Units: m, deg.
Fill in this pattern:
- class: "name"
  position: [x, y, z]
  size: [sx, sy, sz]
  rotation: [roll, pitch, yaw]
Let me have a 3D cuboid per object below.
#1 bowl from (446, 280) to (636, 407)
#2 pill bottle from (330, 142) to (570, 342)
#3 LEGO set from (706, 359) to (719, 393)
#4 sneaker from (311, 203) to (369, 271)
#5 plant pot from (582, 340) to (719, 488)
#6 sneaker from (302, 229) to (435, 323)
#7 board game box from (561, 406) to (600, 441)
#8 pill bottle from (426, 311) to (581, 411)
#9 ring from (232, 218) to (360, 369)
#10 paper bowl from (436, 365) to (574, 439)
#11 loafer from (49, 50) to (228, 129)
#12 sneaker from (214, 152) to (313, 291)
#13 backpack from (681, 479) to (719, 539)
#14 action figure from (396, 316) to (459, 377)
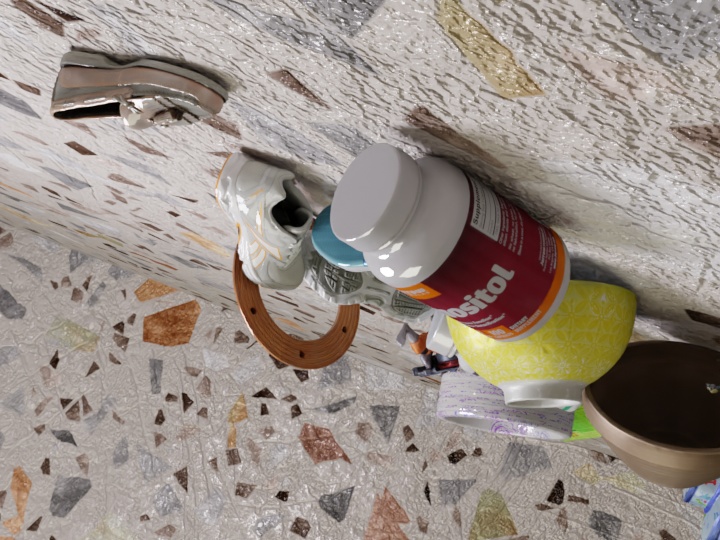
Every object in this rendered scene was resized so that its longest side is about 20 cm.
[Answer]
- class: "bowl"
  position: [0.187, 0.084, 1.022]
  size: [0.198, 0.109, 0.200]
  rotation: [0, 167, 0]
- class: "pill bottle"
  position: [0.075, -0.024, 0.829]
  size: [0.199, 0.114, 0.113]
  rotation: [27, 169, -33]
- class: "LEGO set"
  position: [0.444, 0.115, 0.927]
  size: [0.199, 0.117, 0.154]
  rotation: [21, 142, -22]
- class: "sneaker"
  position: [0.048, -0.013, 1.067]
  size: [0.199, 0.080, 0.130]
  rotation: [15, 168, 38]
- class: "plant pot"
  position: [0.335, 0.166, 1.054]
  size: [0.199, 0.094, 0.201]
  rotation: [0, -152, 0]
- class: "sneaker"
  position: [0.000, 0.000, 1.227]
  size: [0.199, 0.078, 0.100]
  rotation: [25, -164, -20]
- class: "board game box"
  position: [0.349, 0.217, 1.531]
  size: [0.101, 0.048, 0.200]
  rotation: [30, 155, -18]
- class: "pill bottle"
  position: [0.189, 0.087, 1.209]
  size: [0.198, 0.114, 0.113]
  rotation: [22, 171, -1]
- class: "ring"
  position: [-0.077, 0.022, 1.195]
  size: [0.200, 0.202, 0.019]
  rotation: [28, 147, -35]
- class: "paper bowl"
  position: [0.216, 0.181, 1.442]
  size: [0.198, 0.105, 0.201]
  rotation: [10, 166, 3]
- class: "loafer"
  position: [-0.203, -0.150, 0.886]
  size: [0.199, 0.063, 0.072]
  rotation: [15, 169, 34]
- class: "sneaker"
  position: [-0.088, -0.040, 1.084]
  size: [0.091, 0.076, 0.201]
  rotation: [14, 148, 27]
- class: "backpack"
  position: [0.528, 0.295, 1.364]
  size: [0.146, 0.202, 0.183]
  rotation: [18, 171, 19]
- class: "action figure"
  position: [0.161, 0.104, 1.553]
  size: [0.198, 0.106, 0.193]
  rotation: [-12, 168, 13]
